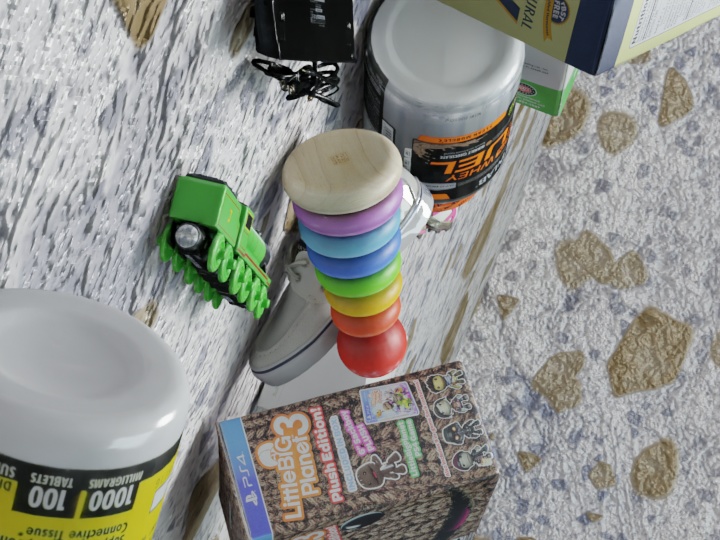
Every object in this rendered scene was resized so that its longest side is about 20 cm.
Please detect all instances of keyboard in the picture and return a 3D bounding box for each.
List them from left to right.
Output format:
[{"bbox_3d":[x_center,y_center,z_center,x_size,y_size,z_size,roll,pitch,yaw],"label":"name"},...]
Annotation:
[{"bbox_3d":[-0.042,-0.149,0.941,0.200,0.039,0.105,-25,113,-75],"label":"keyboard"}]

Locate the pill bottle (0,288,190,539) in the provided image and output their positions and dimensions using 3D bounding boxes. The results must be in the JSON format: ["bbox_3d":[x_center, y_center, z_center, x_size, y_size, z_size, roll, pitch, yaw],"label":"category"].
[{"bbox_3d":[-0.147,0.119,0.671,0.112,0.112,0.201,-48,158,-64],"label":"pill bottle"}]

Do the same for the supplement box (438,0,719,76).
[{"bbox_3d":[0.132,-0.241,0.980,0.199,0.199,0.135,-29,140,-46],"label":"supplement box"}]

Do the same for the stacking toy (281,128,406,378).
[{"bbox_3d":[0.000,0.000,1.152,0.086,0.085,0.201,-58,148,-43],"label":"stacking toy"}]

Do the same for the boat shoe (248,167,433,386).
[{"bbox_3d":[-0.029,-0.004,1.226,0.200,0.070,0.071,-49,-146,1],"label":"boat shoe"}]

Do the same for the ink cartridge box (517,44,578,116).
[{"bbox_3d":[0.116,-0.227,1.265,0.200,0.145,0.085,90,24,-66],"label":"ink cartridge box"}]

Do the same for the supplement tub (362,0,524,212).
[{"bbox_3d":[0.062,-0.133,1.257,0.200,0.122,0.123,90,24,-67],"label":"supplement tub"}]

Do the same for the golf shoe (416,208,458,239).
[{"bbox_3d":[0.062,-0.085,1.527,0.200,0.072,0.093,-26,136,-76],"label":"golf shoe"}]

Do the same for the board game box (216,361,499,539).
[{"bbox_3d":[-0.007,0.169,1.254,0.160,0.198,0.098,97,-23,-62],"label":"board game box"}]

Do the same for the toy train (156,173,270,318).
[{"bbox_3d":[-0.083,-0.013,0.967,0.200,0.041,0.057,63,40,-78],"label":"toy train"}]

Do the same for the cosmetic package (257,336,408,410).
[{"bbox_3d":[-0.020,0.089,1.430,0.200,0.084,0.108,34,78,-80],"label":"cosmetic package"}]
